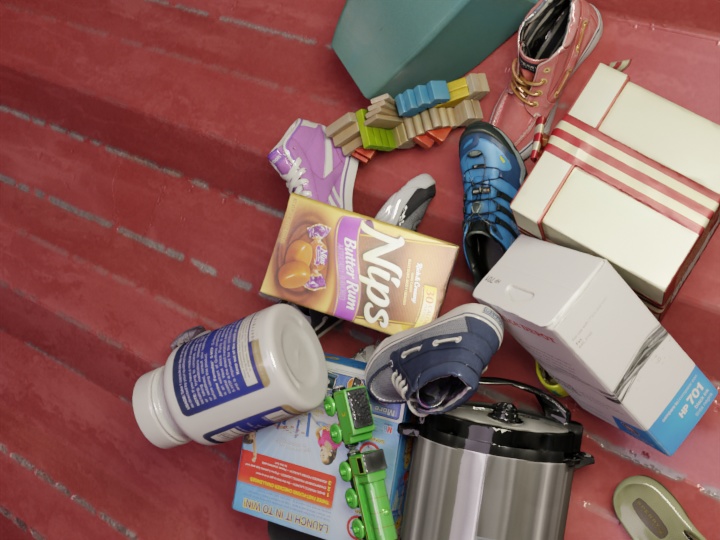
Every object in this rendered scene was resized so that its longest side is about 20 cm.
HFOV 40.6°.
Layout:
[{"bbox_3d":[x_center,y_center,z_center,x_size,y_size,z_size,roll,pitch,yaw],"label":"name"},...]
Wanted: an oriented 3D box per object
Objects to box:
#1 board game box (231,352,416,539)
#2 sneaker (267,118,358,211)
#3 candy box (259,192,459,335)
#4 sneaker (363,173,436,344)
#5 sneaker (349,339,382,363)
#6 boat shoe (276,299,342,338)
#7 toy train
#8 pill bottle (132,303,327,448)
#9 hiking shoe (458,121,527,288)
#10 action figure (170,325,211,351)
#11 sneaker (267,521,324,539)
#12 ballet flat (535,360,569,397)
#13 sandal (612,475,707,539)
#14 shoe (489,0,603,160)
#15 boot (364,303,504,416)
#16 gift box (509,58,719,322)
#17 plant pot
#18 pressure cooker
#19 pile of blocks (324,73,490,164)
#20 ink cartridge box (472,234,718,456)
[{"bbox_3d":[-0.037,0.199,1.116,0.198,0.056,0.198,11,94,24],"label":"board game box"},{"bbox_3d":[-0.068,-0.089,1.165,0.072,0.114,0.202,-32,45,47],"label":"sneaker"},{"bbox_3d":[0.000,0.000,1.089,0.198,0.056,0.118,17,86,3],"label":"candy box"},{"bbox_3d":[0.052,-0.009,1.151,0.113,0.075,0.201,37,90,7],"label":"sneaker"},{"bbox_3d":[0.010,0.125,1.177,0.198,0.075,0.083,1,73,25],"label":"sneaker"},{"bbox_3d":[-0.067,0.045,1.222,0.200,0.060,0.074,-45,65,21],"label":"boat shoe"},{"bbox_3d":[0.006,0.219,1.034,0.056,0.041,0.202,-26,76,55],"label":"toy train"},{"bbox_3d":[-0.147,0.124,1.072,0.198,0.119,0.121,-22,76,22],"label":"pill bottle"},{"bbox_3d":[0.145,-0.064,1.065,0.074,0.087,0.202,-11,95,29],"label":"hiking shoe"},{"bbox_3d":[-0.173,0.138,1.251,0.199,0.069,0.131,16,127,49],"label":"action figure"},{"bbox_3d":[-0.078,0.261,1.207,0.105,0.075,0.202,-19,78,26],"label":"sneaker"},{"bbox_3d":[0.213,0.035,1.048,0.066,0.067,0.202,-2,86,32],"label":"ballet flat"},{"bbox_3d":[0.325,0.295,0.971,0.201,0.057,0.080,46,110,25],"label":"sandal"},{"bbox_3d":[0.186,-0.211,1.064,0.071,0.091,0.201,39,107,27],"label":"shoe"},{"bbox_3d":[0.055,0.105,0.957,0.073,0.091,0.200,40,138,-9],"label":"boot"},{"bbox_3d":[0.260,-0.084,0.954,0.186,0.185,0.201,30,81,19],"label":"gift box"},{"bbox_3d":[0.072,-0.293,1.119,0.200,0.141,0.142,-44,67,30],"label":"plant pot"},{"bbox_3d":[0.138,0.213,1.016,0.178,0.175,0.202,8,90,49],"label":"pressure cooker"},{"bbox_3d":[0.057,-0.170,1.135,0.198,0.082,0.063,-19,77,19],"label":"pile of blocks"},{"bbox_3d":[0.223,0.069,0.933,0.086,0.200,0.146,-48,25,-7],"label":"ink cartridge box"}]
